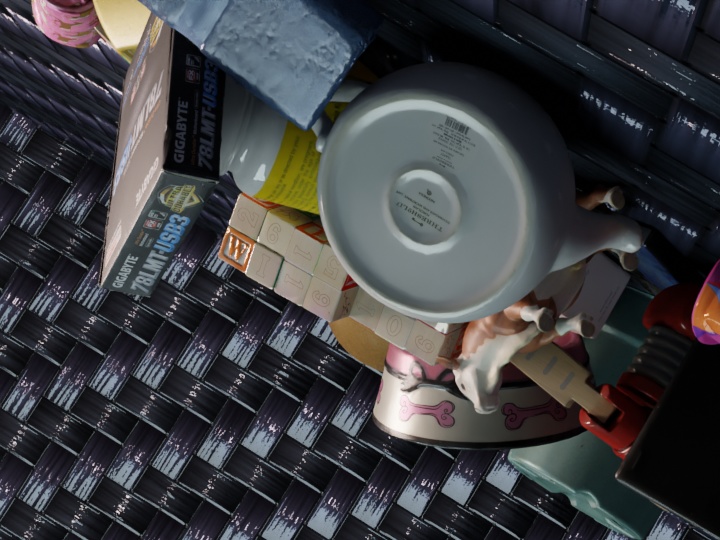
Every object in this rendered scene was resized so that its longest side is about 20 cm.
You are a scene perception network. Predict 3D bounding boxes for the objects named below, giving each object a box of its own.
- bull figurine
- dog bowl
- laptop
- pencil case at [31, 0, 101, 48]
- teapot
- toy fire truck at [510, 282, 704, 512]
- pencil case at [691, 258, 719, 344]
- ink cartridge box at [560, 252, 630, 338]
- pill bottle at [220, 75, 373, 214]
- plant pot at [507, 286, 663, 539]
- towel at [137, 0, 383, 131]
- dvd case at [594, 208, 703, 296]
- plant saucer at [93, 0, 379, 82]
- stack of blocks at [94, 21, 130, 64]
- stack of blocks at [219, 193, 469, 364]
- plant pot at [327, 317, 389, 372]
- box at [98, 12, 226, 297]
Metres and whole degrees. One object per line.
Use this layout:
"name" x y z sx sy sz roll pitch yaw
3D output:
"bull figurine" 0.139 0.017 1.363 0.065 0.201 0.121 37 161 -25
"dog bowl" 0.109 0.090 1.530 0.199 0.074 0.200 -2 -167 0
"laptop" 0.333 0.141 1.364 0.199 0.188 0.116 29 170 22
"pencil case" -0.273 -0.265 1.666 0.082 0.087 0.200 19 174 -6
"teapot" 0.070 -0.067 1.279 0.146 0.197 0.201 -37 -74 -59
"toy fire truck" 0.226 0.075 1.410 0.200 0.177 0.129 34 168 -18
"pencil case" 0.329 0.053 1.226 0.200 0.089 0.088 30 173 30
"ink cartridge box" 0.118 -0.029 1.494 0.200 0.067 0.117 36 173 -28
"pill bottle" -0.034 -0.103 1.399 0.199 0.115 0.114 15 178 -17
"plant pot" 0.250 0.133 1.668 0.200 0.197 0.200 31 172 5
"towel" -0.083 -0.197 1.224 0.200 0.112 0.049 40 -142 1
"dvd case" 0.204 -0.023 1.514 0.200 0.018 0.143 24 170 45
"plant saucer" -0.108 -0.174 1.484 0.199 0.049 0.200 -1 150 46
"stack of blocks" -0.156 -0.176 1.671 0.200 0.059 0.115 44 179 -5
"stack of blocks" 0.000 0.000 1.445 0.199 0.059 0.115 30 -157 21
"plant pot" 0.042 -0.032 1.630 0.186 0.187 0.200 29 157 24
"box" -0.147 -0.110 1.339 0.049 0.199 0.200 12 152 -16
